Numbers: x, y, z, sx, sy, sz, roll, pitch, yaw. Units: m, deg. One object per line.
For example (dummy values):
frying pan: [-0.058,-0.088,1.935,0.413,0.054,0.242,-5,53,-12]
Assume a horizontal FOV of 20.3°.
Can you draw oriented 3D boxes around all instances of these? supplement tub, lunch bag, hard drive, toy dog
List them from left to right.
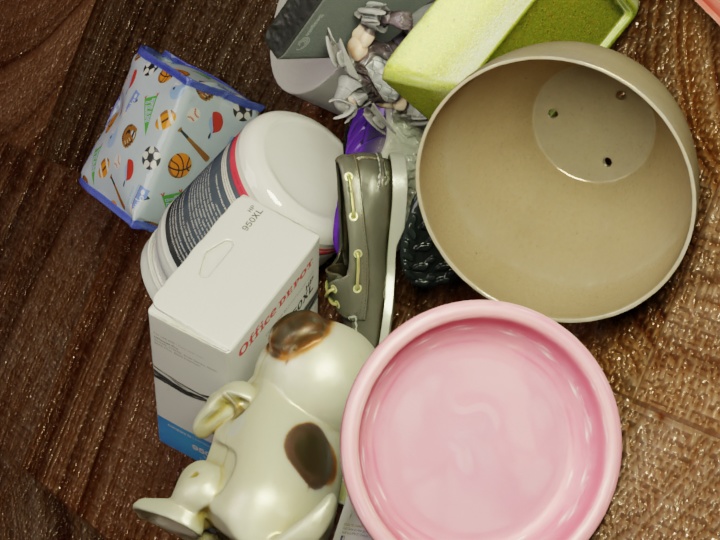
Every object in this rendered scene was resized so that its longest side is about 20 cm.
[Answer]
lunch bag: [-0.208,-0.136,2.109,0.200,0.123,0.171,31,98,52]
supplement tub: [-0.099,-0.039,1.847,0.200,0.140,0.141,-41,39,38]
toy dog: [-0.060,0.128,1.553,0.201,0.139,0.194,-64,15,-19]
hard drive: [0.025,-0.238,1.699,0.033,0.199,0.140,55,126,22]

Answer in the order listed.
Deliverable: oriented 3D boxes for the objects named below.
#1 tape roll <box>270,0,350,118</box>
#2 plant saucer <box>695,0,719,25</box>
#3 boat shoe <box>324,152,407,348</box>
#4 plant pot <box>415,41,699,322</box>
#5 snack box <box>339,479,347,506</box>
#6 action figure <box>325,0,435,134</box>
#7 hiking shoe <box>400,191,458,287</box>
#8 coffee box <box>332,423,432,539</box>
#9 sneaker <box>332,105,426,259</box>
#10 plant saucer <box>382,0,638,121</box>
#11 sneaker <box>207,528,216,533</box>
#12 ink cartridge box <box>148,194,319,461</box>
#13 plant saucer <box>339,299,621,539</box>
tape roll: [-0.002,-0.248,1.894,0.202,0.071,0.203,-38,41,42]
plant saucer: [0.297,-0.288,1.463,0.201,0.037,0.200,-58,31,20]
boat shoe: [0.000,-0.001,1.684,0.072,0.060,0.203,-113,28,-72]
plant pot: [0.153,-0.081,1.445,0.200,0.200,0.135,-47,3,32]
snack box: [0.000,0.134,1.627,0.199,0.037,0.117,12,81,44]
action figure: [0.051,-0.192,1.681,0.200,0.130,0.069,-41,51,-9]
hiking shoe: [0.087,-0.080,1.658,0.087,0.074,0.201,-136,70,-82]
coffee box: [0.043,0.215,1.476,0.080,0.114,0.201,7,78,59]
sneaker: [0.016,-0.093,1.775,0.099,0.069,0.201,-11,56,61]
plant saucer: [0.129,-0.178,1.511,0.048,0.200,0.200,41,94,30]
sneaker: [-0.093,0.187,1.780,0.082,0.073,0.201,-27,51,25]
ink cartridge box: [-0.105,0.058,1.706,0.145,0.084,0.201,-54,-19,-31]
plant saucer: [0.081,0.122,1.407,0.051,0.199,0.202,159,129,-80]
